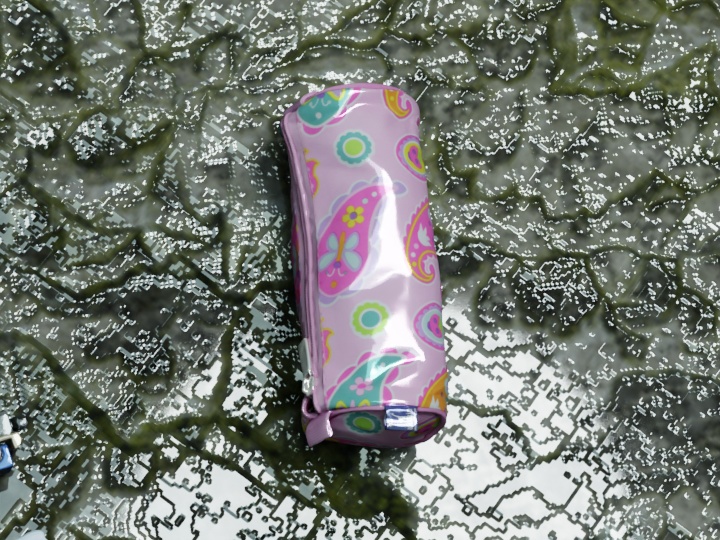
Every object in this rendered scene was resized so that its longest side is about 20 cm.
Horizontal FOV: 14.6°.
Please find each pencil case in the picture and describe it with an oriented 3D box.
[{"bbox_3d":[0.000,0.000,1.543,0.087,0.087,0.201,-1,73,-11],"label":"pencil case"}]

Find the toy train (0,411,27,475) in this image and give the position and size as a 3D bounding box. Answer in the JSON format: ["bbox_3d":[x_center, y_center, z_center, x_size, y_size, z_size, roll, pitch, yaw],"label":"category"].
[{"bbox_3d":[-0.267,0.119,1.480,0.199,0.034,0.046,-19,79,-16],"label":"toy train"}]

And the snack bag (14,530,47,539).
[{"bbox_3d":[-0.205,0.245,1.416,0.188,0.021,0.201,-19,77,-15],"label":"snack bag"}]
